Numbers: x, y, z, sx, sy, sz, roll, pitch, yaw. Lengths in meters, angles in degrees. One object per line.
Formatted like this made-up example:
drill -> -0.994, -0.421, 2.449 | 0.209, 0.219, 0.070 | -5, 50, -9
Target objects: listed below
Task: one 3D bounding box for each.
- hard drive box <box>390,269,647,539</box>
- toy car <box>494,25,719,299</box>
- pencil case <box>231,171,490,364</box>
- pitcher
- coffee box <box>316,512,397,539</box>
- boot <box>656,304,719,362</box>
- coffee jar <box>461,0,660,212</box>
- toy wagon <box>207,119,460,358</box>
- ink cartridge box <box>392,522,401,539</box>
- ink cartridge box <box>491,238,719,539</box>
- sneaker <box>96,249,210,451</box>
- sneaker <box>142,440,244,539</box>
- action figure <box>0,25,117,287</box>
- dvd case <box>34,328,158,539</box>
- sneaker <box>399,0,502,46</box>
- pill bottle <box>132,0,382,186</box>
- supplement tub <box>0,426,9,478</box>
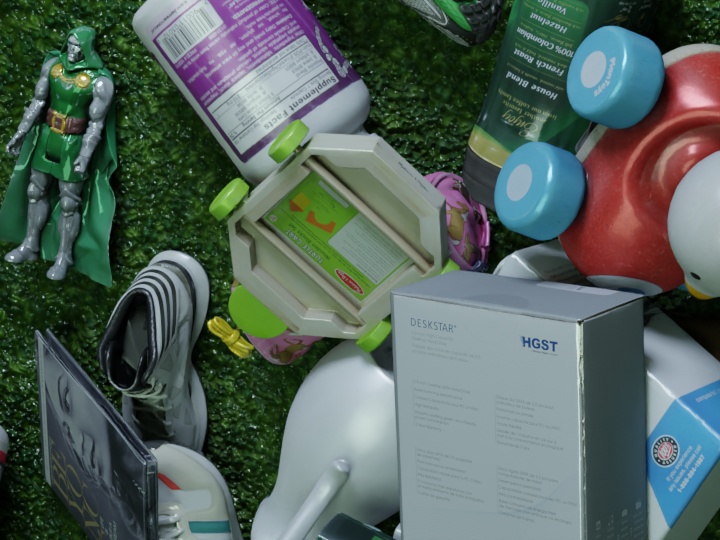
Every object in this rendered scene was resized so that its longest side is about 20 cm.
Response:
hard drive box -> 0.104, 0.111, 1.281 | 0.156, 0.077, 0.200 | 9, 108, 40
toy car -> 0.219, -0.028, 1.230 | 0.184, 0.200, 0.177 | 18, 117, -31
pencil case -> 0.000, 0.000, 1.440 | 0.200, 0.083, 0.087 | -24, 97, 27
pitcher -> -0.015, 0.150, 1.447 | 0.121, 0.172, 0.200 | 33, 118, 2
coffee box -> 0.006, 0.285, 1.393 | 0.123, 0.044, 0.200 | 25, 117, 15
boot -> 0.219, 0.053, 1.376 | 0.200, 0.074, 0.076 | -23, 92, 31
coffee jar -> 0.137, -0.133, 1.324 | 0.085, 0.104, 0.200 | 27, 116, 23
toy wagon -> -0.033, -0.011, 1.371 | 0.155, 0.040, 0.200 | 42, 124, -11
ink cartridge box -> 0.123, 0.256, 1.440 | 0.200, 0.145, 0.145 | 21, 115, 15
ink cartridge box -> 0.162, 0.095, 1.337 | 0.200, 0.084, 0.145 | 43, 125, 24
sneaker -> -0.173, 0.092, 1.526 | 0.076, 0.115, 0.201 | 12, 112, 19
sneaker -> -0.136, 0.225, 1.537 | 0.070, 0.093, 0.200 | -8, 126, 17
action figure -> -0.232, -0.095, 1.525 | 0.118, 0.055, 0.200 | 19, 110, 19
dvd case -> -0.209, 0.156, 1.541 | 0.200, 0.016, 0.149 | 43, 140, 46
sneaker -> 0.016, -0.223, 1.370 | 0.200, 0.078, 0.085 | 42, 125, 15
pill bottle -> -0.063, -0.131, 1.405 | 0.112, 0.112, 0.200 | -36, 93, 29
supplement tub -> -0.374, 0.210, 1.594 | 0.140, 0.140, 0.200 | 5, 74, 21
